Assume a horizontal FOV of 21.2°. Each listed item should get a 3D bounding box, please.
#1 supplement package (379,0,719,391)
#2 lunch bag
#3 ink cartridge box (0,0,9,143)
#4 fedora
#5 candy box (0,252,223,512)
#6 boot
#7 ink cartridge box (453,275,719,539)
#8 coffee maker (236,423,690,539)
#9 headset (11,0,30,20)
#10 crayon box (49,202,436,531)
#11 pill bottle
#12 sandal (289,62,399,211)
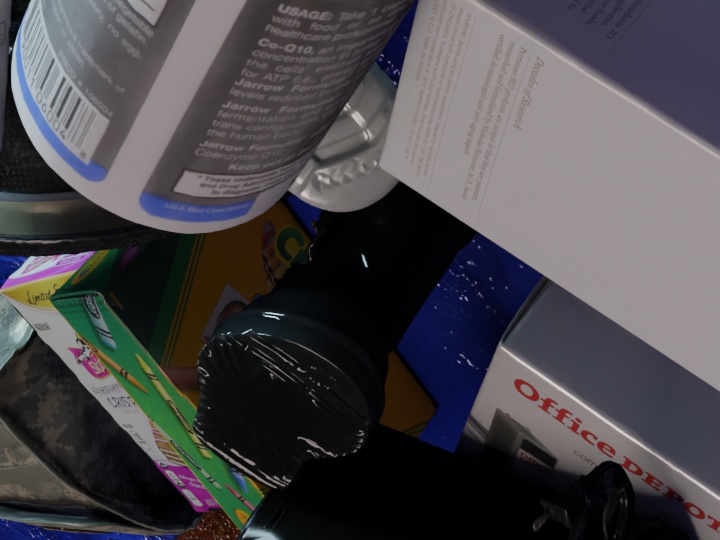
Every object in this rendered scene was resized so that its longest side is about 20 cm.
[{"bbox_3d":[0.125,-0.053,0.679,0.199,0.121,0.120,34,150,13],"label":"supplement package"},{"bbox_3d":[-0.212,0.114,1.317,0.163,0.118,0.200,-2,136,50],"label":"lunch bag"},{"bbox_3d":[-0.208,-0.160,0.787,0.200,0.047,0.161,52,148,28],"label":"ink cartridge box"},{"bbox_3d":[-0.111,-0.078,0.883,0.200,0.200,0.092,11,116,42],"label":"fedora"},{"bbox_3d":[-0.113,0.059,1.177,0.200,0.061,0.136,51,150,-17],"label":"candy box"},{"bbox_3d":[0.000,0.000,0.841,0.076,0.169,0.200,33,160,-1],"label":"boot"},{"bbox_3d":[0.124,0.092,0.918,0.146,0.083,0.200,34,151,12],"label":"ink cartridge box"},{"bbox_3d":[0.050,0.140,0.882,0.199,0.134,0.194,16,119,39],"label":"coffee maker"},{"bbox_3d":[-0.184,-0.133,1.012,0.199,0.094,0.123,35,155,-23],"label":"headset"},{"bbox_3d":[-0.059,0.047,1.036,0.058,0.119,0.200,-5,128,52],"label":"crayon box"},{"bbox_3d":[-0.034,-0.109,0.613,0.114,0.114,0.200,40,140,1],"label":"pill bottle"},{"bbox_3d":[-0.058,-0.107,0.746,0.203,0.082,0.050,53,-168,-9],"label":"sandal"}]
